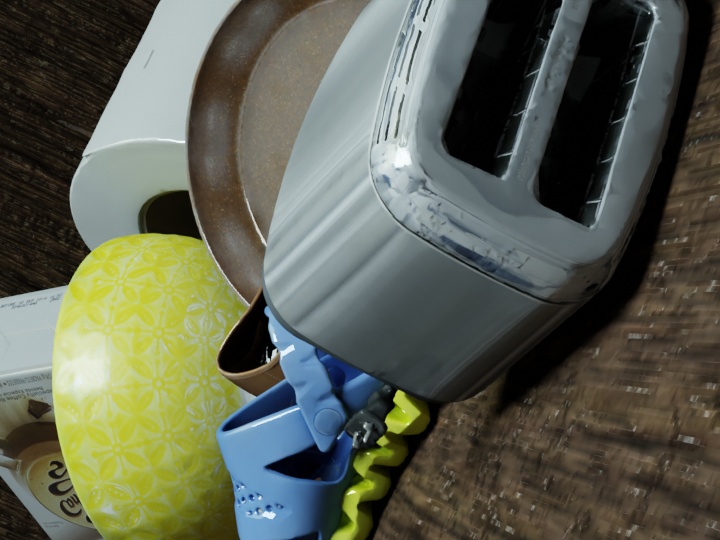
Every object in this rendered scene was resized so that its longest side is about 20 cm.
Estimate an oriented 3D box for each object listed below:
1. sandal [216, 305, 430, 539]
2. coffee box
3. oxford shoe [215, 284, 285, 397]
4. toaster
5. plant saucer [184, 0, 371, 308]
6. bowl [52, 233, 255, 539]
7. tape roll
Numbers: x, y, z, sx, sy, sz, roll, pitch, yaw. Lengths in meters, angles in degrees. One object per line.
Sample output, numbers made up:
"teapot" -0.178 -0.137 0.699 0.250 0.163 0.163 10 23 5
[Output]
"sandal" -0.029 0.089 0.742 0.080 0.086 0.201 -118 52 -77
"coffee box" -0.158 0.109 1.013 0.112 0.201 0.080 -11 38 26
"oxford shoe" 0.000 0.000 0.778 0.200 0.071 0.072 -49 41 29
"toaster" 0.041 -0.043 0.595 0.129 0.113 0.201 -45 20 60
"plant saucer" -0.012 -0.062 0.855 0.034 0.200 0.201 -9 -45 -52
"bowl" -0.078 0.068 0.941 0.107 0.201 0.201 -11 39 25
"tape roll" -0.069 -0.067 1.036 0.203 0.201 0.140 -52 14 55
